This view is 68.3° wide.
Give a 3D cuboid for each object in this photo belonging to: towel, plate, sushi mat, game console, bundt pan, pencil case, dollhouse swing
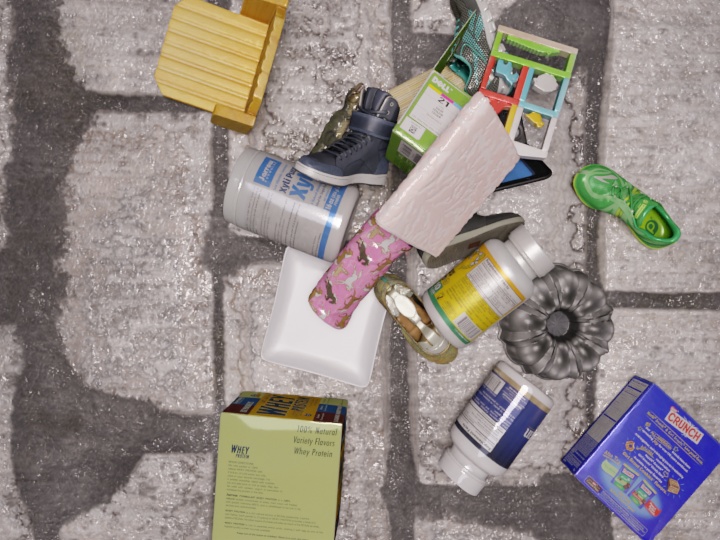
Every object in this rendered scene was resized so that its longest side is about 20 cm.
[{"bbox_3d":[0.126,-0.119,0.729,0.201,0.190,0.032,-51,61,11],"label":"towel"},{"bbox_3d":[-0.056,0.079,0.921,0.195,0.032,0.205,14,91,1],"label":"plate"},{"bbox_3d":[0.128,-0.296,0.892,0.197,0.012,0.097,-29,77,-6],"label":"sushi mat"},{"bbox_3d":[0.186,-0.209,0.866,0.195,0.116,0.181,-13,91,1],"label":"game console"},{"bbox_3d":[0.332,0.089,0.890,0.196,0.076,0.208,0,91,2],"label":"bundt pan"},{"bbox_3d":[0.000,0.000,0.837,0.086,0.083,0.201,41,109,-2],"label":"pencil case"},{"bbox_3d":[-0.233,-0.353,0.855,0.172,0.181,0.205,17,92,-19],"label":"dollhouse swing"}]

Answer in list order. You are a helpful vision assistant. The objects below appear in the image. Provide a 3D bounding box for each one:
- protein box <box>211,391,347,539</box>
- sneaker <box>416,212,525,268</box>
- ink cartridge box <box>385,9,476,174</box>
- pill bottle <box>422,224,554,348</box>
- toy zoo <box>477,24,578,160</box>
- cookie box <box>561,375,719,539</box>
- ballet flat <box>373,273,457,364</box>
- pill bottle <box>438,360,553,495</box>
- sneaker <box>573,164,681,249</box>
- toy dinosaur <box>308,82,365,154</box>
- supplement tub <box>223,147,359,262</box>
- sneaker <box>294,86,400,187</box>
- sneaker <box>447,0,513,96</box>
[{"bbox_3d":[-0.126,0.323,0.877,0.193,0.135,0.206,4,92,2],"label":"protein box"},{"bbox_3d":[0.175,-0.084,0.892,0.195,0.076,0.108,-15,58,-17],"label":"sneaker"},{"bbox_3d":[0.123,-0.244,0.773,0.075,0.148,0.202,34,88,0],"label":"ink cartridge box"},{"bbox_3d":[0.205,0.023,0.853,0.199,0.113,0.113,-40,90,16],"label":"pill bottle"},{"bbox_3d":[0.242,-0.257,0.815,0.128,0.020,0.205,18,90,3],"label":"toy zoo"},{"bbox_3d":[0.472,0.312,0.890,0.171,0.075,0.201,42,92,1],"label":"cookie box"},{"bbox_3d":[0.097,0.088,0.883,0.070,0.071,0.201,-41,101,2],"label":"ballet flat"},{"bbox_3d":[0.218,0.262,0.878,0.110,0.111,0.202,36,93,0],"label":"pill bottle"},{"bbox_3d":[0.446,-0.112,0.877,0.198,0.084,0.075,35,92,1],"label":"sneaker"},{"bbox_3d":[-0.040,-0.218,0.909,0.088,0.047,0.201,42,94,10],"label":"toy dinosaur"},{"bbox_3d":[-0.109,-0.106,0.869,0.196,0.132,0.135,20,92,0],"label":"supplement tub"},{"bbox_3d":[-0.014,-0.206,0.809,0.076,0.200,0.149,29,115,30],"label":"sneaker"},{"bbox_3d":[0.176,-0.370,0.868,0.089,0.078,0.204,-19,75,0],"label":"sneaker"}]
